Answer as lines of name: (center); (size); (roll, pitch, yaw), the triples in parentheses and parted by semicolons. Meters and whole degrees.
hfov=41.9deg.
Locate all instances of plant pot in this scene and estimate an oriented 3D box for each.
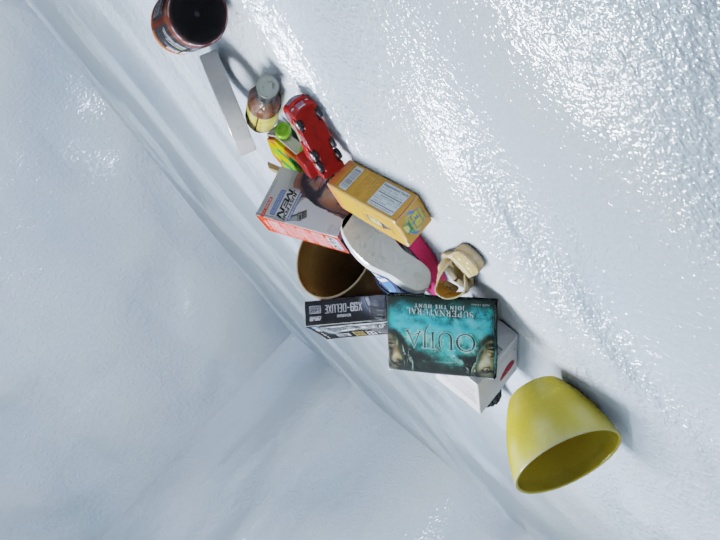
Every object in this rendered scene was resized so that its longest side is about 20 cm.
plant pot: (0.330, 0.271, 1.630); (0.201, 0.197, 0.144); (60, -175, -54)
plant pot: (0.000, 0.000, 1.897); (0.185, 0.188, 0.199); (35, -178, 40)

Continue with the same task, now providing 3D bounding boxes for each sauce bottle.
sauce bottle: (-0.171, -0.298, 1.680); (0.066, 0.066, 0.200); (45, 168, -4)

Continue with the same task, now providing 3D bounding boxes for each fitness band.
fitness band: (0.090, -0.028, 1.755); (0.143, 0.037, 0.201); (35, 166, 42)

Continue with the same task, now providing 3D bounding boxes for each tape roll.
tape roll: (-0.250, -0.316, 1.783); (0.203, 0.036, 0.206); (157, 91, -87)

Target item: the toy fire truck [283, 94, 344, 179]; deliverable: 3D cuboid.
toy fire truck: (-0.089, -0.231, 1.643); (0.141, 0.048, 0.202); (45, 167, 48)

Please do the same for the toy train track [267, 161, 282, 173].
toy train track: (-0.140, -0.159, 1.903); (0.113, 0.033, 0.202); (21, -150, -26)

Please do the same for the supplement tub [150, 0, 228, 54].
supplement tub: (-0.295, -0.422, 1.585); (0.107, 0.107, 0.199); (49, 168, -22)

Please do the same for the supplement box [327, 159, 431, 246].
supplement box: (0.030, -0.116, 1.592); (0.199, 0.069, 0.067); (36, 167, 46)

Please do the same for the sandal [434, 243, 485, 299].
sandal: (0.152, 0.013, 1.589); (0.078, 0.070, 0.212); (43, 169, 5)

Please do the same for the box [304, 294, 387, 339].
box: (-0.012, 0.091, 1.816); (0.200, 0.154, 0.051); (49, -143, -76)

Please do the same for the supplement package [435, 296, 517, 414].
supplement package: (0.214, 0.162, 1.756); (0.119, 0.122, 0.201); (37, 167, 21)

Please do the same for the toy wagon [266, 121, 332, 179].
toy wagon: (-0.102, -0.201, 1.833); (0.199, 0.040, 0.156); (42, 168, 18)

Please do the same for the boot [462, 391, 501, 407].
boot: (0.207, 0.205, 2.040); (0.210, 0.079, 0.159); (37, 166, 36)

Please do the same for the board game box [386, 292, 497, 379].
board game box: (0.141, 0.112, 1.634); (0.196, 0.139, 0.028); (3, -169, 24)

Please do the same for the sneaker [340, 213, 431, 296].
sneaker: (0.033, -0.013, 1.719); (0.199, 0.081, 0.146); (37, 162, -2)

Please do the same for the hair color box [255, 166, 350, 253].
hair color box: (-0.087, -0.115, 1.758); (0.197, 0.112, 0.064); (16, 160, 31)
